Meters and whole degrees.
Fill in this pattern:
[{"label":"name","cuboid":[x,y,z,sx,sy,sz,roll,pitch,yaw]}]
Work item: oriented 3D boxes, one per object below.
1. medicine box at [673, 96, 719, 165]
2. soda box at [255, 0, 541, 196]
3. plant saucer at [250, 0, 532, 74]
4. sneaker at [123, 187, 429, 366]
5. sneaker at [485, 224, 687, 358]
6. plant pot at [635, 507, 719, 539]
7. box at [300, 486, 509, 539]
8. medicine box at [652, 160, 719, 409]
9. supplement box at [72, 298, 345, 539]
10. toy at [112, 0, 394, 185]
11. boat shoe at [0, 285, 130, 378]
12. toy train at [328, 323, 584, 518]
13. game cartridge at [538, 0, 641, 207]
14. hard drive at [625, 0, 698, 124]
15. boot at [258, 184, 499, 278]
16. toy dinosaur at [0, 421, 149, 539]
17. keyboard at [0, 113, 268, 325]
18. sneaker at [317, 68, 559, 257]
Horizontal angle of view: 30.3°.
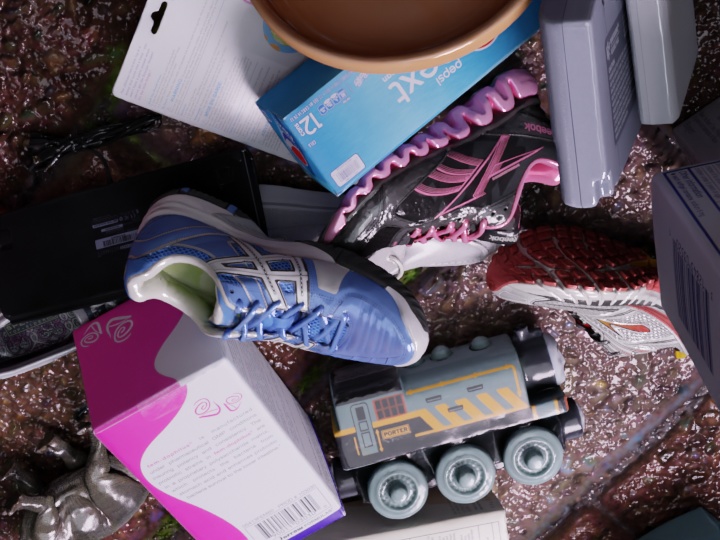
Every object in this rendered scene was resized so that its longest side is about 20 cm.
[{"label":"medicine box","cuboid":[0.355,-0.070,0.927,0.199,0.103,0.182,-35,113,12]},{"label":"soda box","cuboid":[0.034,-0.140,0.850,0.200,0.068,0.064,-39,115,-6]},{"label":"plant saucer","cuboid":[0.024,-0.204,0.810,0.199,0.202,0.037,-18,156,4]},{"label":"sneaker","cuboid":[-0.055,0.021,0.829,0.199,0.077,0.076,19,131,8]},{"label":"sneaker","cuboid":[0.179,0.026,0.959,0.198,0.078,0.083,11,121,-22]},{"label":"plant pot","cuboid":[0.255,0.307,1.080,0.141,0.141,0.200,38,99,-20]},{"label":"box","cuboid":[0.014,0.232,1.034,0.198,0.078,0.096,-8,102,-6]},{"label":"medicine box","cuboid":[0.295,0.002,0.789,0.198,0.183,0.104,-11,116,1]},{"label":"supplement box","cuboid":[-0.104,0.109,0.936,0.101,0.104,0.200,-28,135,3]},{"label":"toy","cuboid":[-0.053,-0.139,0.889,0.199,0.047,0.116,20,107,-19]},{"label":"boat shoe","cuboid":[-0.191,0.021,0.940,0.198,0.069,0.072,-19,116,4]},{"label":"toy train","cuboid":[0.067,0.111,1.002,0.198,0.085,0.115,-14,106,2]},{"label":"game cartridge","cuboid":[0.151,-0.141,0.829,0.040,0.200,0.134,3,119,20]},{"label":"hard drive","cuboid":[0.183,-0.210,0.831,0.026,0.132,0.201,-2,118,22]},{"label":"boot","cuboid":[0.000,0.000,0.923,0.198,0.096,0.074,3,153,0]},{"label":"toy dinosaur","cuboid":[-0.211,0.172,1.017,0.200,0.077,0.102,-45,122,-13]},{"label":"keyboard","cuboid":[-0.165,-0.045,0.904,0.198,0.021,0.128,-14,83,9]},{"label":"sneaker","cuboid":[0.061,-0.048,0.878,0.199,0.079,0.096,-36,88,-17]}]
